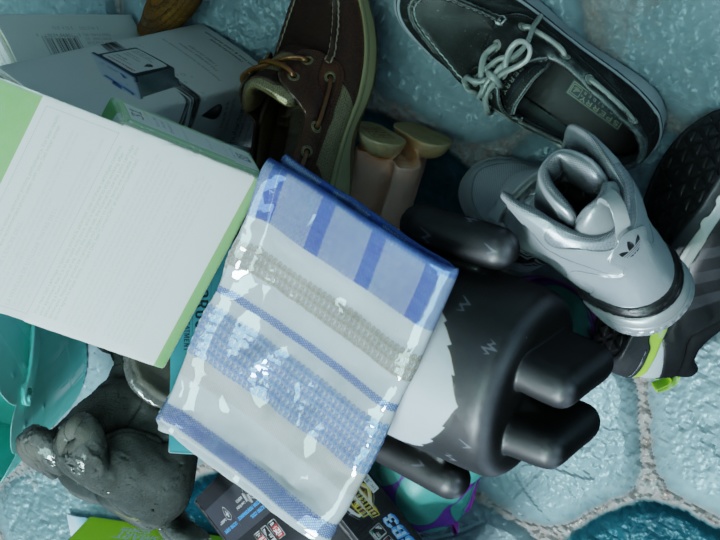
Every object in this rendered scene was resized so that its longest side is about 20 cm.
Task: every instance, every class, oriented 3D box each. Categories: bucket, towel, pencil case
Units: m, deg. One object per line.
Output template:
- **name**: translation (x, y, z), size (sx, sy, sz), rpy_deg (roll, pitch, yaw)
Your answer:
- **bucket**: translation (-0.327, 0.075, 1.246), size (0.205, 0.135, 0.209), rpy_deg (9, 116, 20)
- **towel**: translation (-0.038, 0.049, 0.945), size (0.146, 0.024, 0.201), rpy_deg (34, 111, 22)
- **pencil case**: translation (0.087, 0.098, 1.095), size (0.092, 0.085, 0.200), rpy_deg (32, 124, -11)

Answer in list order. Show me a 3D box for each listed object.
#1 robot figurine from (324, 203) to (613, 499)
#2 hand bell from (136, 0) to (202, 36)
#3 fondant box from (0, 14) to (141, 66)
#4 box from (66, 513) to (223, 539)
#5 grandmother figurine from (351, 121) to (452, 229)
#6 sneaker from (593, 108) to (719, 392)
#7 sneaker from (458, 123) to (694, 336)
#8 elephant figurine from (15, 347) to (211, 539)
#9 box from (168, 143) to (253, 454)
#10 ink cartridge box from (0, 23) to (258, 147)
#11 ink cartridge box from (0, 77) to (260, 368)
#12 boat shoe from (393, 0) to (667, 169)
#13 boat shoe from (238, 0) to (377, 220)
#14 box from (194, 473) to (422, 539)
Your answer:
- **robot figurine**: translation (0.053, 0.053, 0.974), size (0.199, 0.125, 0.151), rpy_deg (22, 77, 27)
- **hand bell**: translation (-0.096, -0.214, 1.058), size (0.104, 0.104, 0.200), rpy_deg (50, 135, -3)
- **fondant box**: translation (-0.257, -0.104, 1.124), size (0.199, 0.144, 0.059), rpy_deg (-36, 78, 33)
- **box**: translation (-0.165, 0.278, 1.314), size (0.198, 0.048, 0.123), rpy_deg (5, 113, 22)
- **grandmother figurine**: translation (0.000, 0.000, 1.073), size (0.061, 0.120, 0.202), rpy_deg (46, 129, 54)
- **sneaker**: translation (0.222, -0.012, 1.010), size (0.082, 0.072, 0.201), rpy_deg (14, 118, -21)
- **sneaker**: translation (0.118, -0.045, 0.968), size (0.200, 0.075, 0.115), rpy_deg (39, 169, 46)
- **elephant figurine**: translation (-0.157, 0.079, 1.172), size (0.141, 0.201, 0.155), rpy_deg (10, 153, 43)
- **box**: translation (-0.086, 0.020, 1.045), size (0.049, 0.082, 0.202), rpy_deg (0, 87, 26)
- **ink cartridge box**: translation (-0.166, -0.073, 1.062), size (0.086, 0.199, 0.147), rpy_deg (34, 123, 21)
- **ink cartridge box**: translation (-0.176, -0.035, 0.939), size (0.199, 0.048, 0.146), rpy_deg (21, 110, -28)
- **boat shoe**: translation (0.101, -0.127, 0.999), size (0.199, 0.068, 0.074), rpy_deg (38, 122, 5)
- **boat shoe**: translation (-0.042, -0.112, 1.016), size (0.072, 0.072, 0.202), rpy_deg (-3, 73, 44)
- **box**: translation (-0.024, 0.212, 1.161), size (0.199, 0.050, 0.200), rpy_deg (53, 149, 5)
